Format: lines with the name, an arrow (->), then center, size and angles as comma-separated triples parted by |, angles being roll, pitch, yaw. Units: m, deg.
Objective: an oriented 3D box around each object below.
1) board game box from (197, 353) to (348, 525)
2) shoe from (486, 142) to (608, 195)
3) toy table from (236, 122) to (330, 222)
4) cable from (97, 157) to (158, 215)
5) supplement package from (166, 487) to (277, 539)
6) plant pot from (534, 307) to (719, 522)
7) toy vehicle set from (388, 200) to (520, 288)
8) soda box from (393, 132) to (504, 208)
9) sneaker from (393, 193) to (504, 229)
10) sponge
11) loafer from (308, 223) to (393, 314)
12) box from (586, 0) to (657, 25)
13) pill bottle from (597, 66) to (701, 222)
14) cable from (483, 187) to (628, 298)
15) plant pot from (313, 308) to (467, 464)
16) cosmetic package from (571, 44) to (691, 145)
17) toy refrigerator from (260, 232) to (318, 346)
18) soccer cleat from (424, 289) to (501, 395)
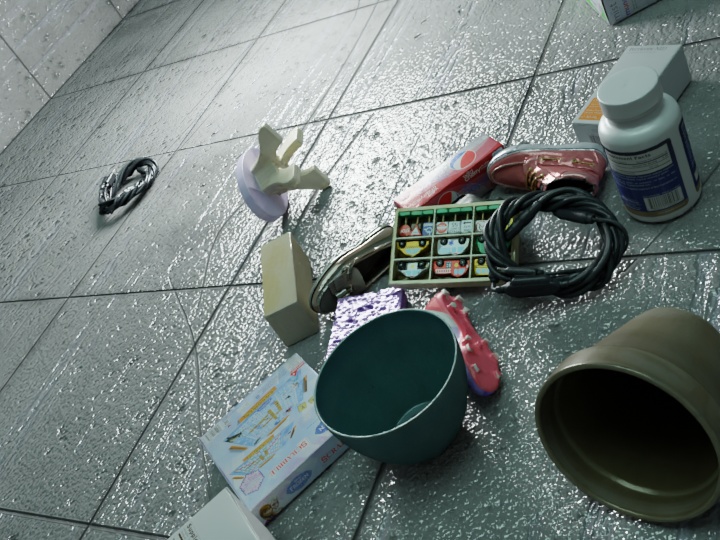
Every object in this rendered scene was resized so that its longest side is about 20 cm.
board game box -> -0.116, 0.237, 1.256 | 0.200, 0.041, 0.199 | -41, 35, -10
shoe -> 0.284, -0.147, 1.363 | 0.198, 0.072, 0.091 | -2, 40, 31
toy table -> -0.162, -0.199, 1.709 | 0.117, 0.183, 0.201 | -36, 44, 25
cable -> -0.580, -0.207, 2.159 | 0.162, 0.051, 0.201 | -17, 36, 14
supplement package -> -0.188, 0.395, 1.059 | 0.200, 0.122, 0.120 | -40, 35, -10
plant pot -> 0.315, 0.134, 0.930 | 0.199, 0.202, 0.173 | 4, 33, 41
toy vehicle set -> 0.143, -0.038, 1.318 | 0.198, 0.026, 0.126 | -3, 72, 25
soda box -> 0.158, -0.144, 1.469 | 0.199, 0.064, 0.070 | -37, 35, -5
sneaker -> 0.152, -0.079, 1.397 | 0.198, 0.067, 0.091 | -5, 39, 26
sponge -> 0.009, 0.101, 1.297 | 0.110, 0.030, 0.201 | -11, 32, 14
loafer -> 0.000, 0.000, 1.425 | 0.200, 0.072, 0.063 | -44, 43, -19
box -> 0.515, -0.590, 1.681 | 0.175, 0.097, 0.201 | -28, 36, 10
pill bottle -> 0.393, -0.174, 1.195 | 0.110, 0.201, 0.112 | -21, 37, 16
cable -> 0.272, -0.041, 1.213 | 0.198, 0.051, 0.165 | -8, 59, 23
plant pot -> 0.058, 0.169, 1.116 | 0.198, 0.135, 0.201 | -21, 37, 17
cosmetic package -> 0.436, -0.272, 1.391 | 0.101, 0.072, 0.200 | 12, 55, 46
toy refrigerator -> -0.126, 0.030, 1.481 | 0.069, 0.076, 0.201 | -26, 36, 11
soccer cleat -> 0.135, 0.110, 1.201 | 0.077, 0.066, 0.201 | -55, 33, 25
